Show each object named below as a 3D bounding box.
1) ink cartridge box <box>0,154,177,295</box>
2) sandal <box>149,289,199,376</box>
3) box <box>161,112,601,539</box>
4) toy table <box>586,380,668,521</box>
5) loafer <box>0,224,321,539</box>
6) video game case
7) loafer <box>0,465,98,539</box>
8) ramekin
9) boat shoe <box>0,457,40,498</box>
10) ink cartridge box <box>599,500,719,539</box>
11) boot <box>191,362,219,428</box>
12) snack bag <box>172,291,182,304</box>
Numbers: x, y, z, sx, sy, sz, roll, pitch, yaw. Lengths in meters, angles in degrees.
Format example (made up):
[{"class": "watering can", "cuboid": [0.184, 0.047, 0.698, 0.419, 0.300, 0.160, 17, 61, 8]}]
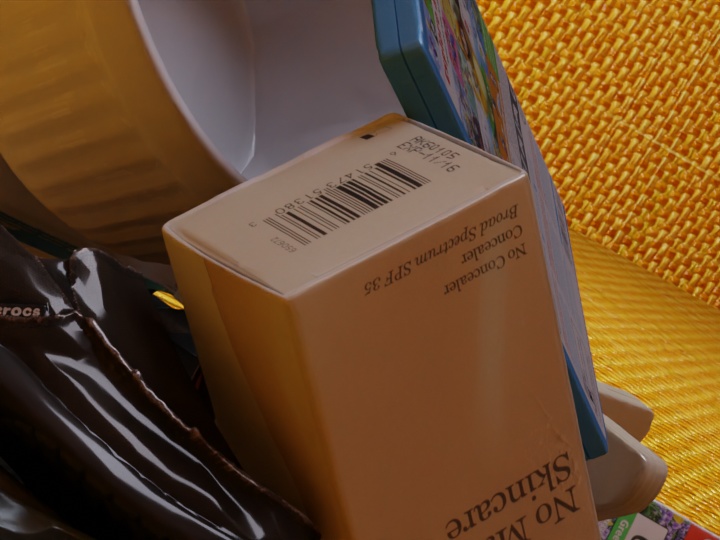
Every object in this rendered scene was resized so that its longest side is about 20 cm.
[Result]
[{"class": "ink cartridge box", "cuboid": [-0.166, -0.090, 1.013, 0.144, 0.148, 0.199, 26, -13, -40]}, {"class": "sandal", "cuboid": [-0.094, 0.024, 1.171, 0.199, 0.043, 0.076, 27, 9, -30]}, {"class": "box", "cuboid": [0.015, 0.064, 0.740, 0.078, 0.095, 0.201, 28, -40, 52]}, {"class": "toy table", "cuboid": [0.047, 0.089, 1.047, 0.184, 0.118, 0.200, 36, 10, 32]}, {"class": "loafer", "cuboid": [-0.084, 0.028, 0.706, 0.200, 0.071, 0.073, 39, -22, 10]}, {"class": "video game case", "cuboid": [0.044, -0.046, 0.837, 0.144, 0.018, 0.200, -94, 162, -48]}, {"class": "loafer", "cuboid": [-0.135, 0.073, 0.685, 0.200, 0.072, 0.063, 38, -9, -6]}, {"class": "ramekin", "cuboid": [-0.060, -0.096, 0.871, 0.105, 0.201, 0.200, -17, -27, 37]}, {"class": "boat shoe", "cuboid": [-0.085, 0.076, 0.782, 0.199, 0.071, 0.072, 25, 10, -38]}, {"class": "ink cartridge box", "cuboid": [0.135, 0.142, 1.207, 0.199, 0.051, 0.109, 31, -7, -12]}, {"class": "boot", "cuboid": [0.009, 0.063, 0.856, 0.143, 0.073, 0.200, 19, -28, -7]}, {"class": "snack bag", "cuboid": [-0.078, -0.069, 1.103, 0.021, 0.201, 0.188, -21, 46, -34]}]
